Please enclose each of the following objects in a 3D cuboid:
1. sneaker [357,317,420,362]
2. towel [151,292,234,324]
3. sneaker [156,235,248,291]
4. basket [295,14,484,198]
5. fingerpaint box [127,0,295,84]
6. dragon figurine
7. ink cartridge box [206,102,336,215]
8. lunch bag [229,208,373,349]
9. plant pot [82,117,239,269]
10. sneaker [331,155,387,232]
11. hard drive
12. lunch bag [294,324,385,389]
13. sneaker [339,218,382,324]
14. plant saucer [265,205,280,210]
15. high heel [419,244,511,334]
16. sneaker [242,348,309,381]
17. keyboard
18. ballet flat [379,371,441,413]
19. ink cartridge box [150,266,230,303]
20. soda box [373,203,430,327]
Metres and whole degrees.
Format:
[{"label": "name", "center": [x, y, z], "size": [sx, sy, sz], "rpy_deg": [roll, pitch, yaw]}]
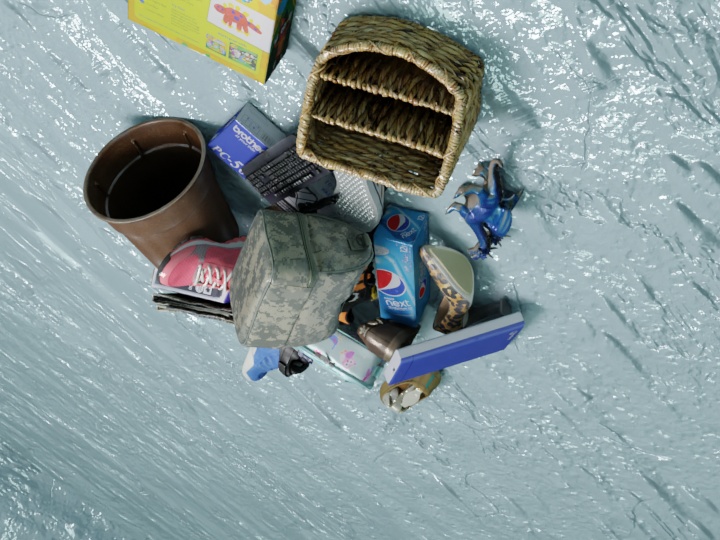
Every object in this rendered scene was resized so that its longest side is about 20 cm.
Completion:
[{"label": "sneaker", "center": [0.046, 0.100, 1.532], "size": [0.075, 0.071, 0.200], "rpy_deg": [32, -177, 9]}, {"label": "towel", "center": [-0.226, 0.069, 1.591], "size": [0.191, 0.035, 0.200], "rpy_deg": [11, -178, 21]}, {"label": "sneaker", "center": [-0.210, -0.003, 1.433], "size": [0.087, 0.199, 0.074], "rpy_deg": [47, 130, 31]}, {"label": "basket", "center": [0.035, -0.202, 1.132], "size": [0.199, 0.149, 0.143], "rpy_deg": [20, 145, 13]}, {"label": "fingerpaint box", "center": [-0.181, -0.347, 1.162], "size": [0.199, 0.074, 0.167], "rpy_deg": [26, 147, 4]}, {"label": "dragon figurine", "center": [0.179, -0.086, 1.259], "size": [0.099, 0.059, 0.200], "rpy_deg": [31, 146, -4]}, {"label": "ink cartridge box", "center": [-0.122, -0.150, 1.400], "size": [0.200, 0.044, 0.094], "rpy_deg": [40, 142, -16]}, {"label": "lunch bag", "center": [-0.084, 0.017, 1.355], "size": [0.167, 0.140, 0.200], "rpy_deg": [4, 139, -22]}, {"label": "plant pot", "center": [-0.293, -0.095, 1.475], "size": [0.199, 0.201, 0.199], "rpy_deg": [9, 149, 26]}, {"label": "sneaker", "center": [0.005, -0.133, 1.308], "size": [0.078, 0.080, 0.200], "rpy_deg": [21, 152, 14]}, {"label": "hard drive", "center": [0.141, 0.121, 1.447], "size": [0.199, 0.026, 0.132], "rpy_deg": [-16, 161, -13]}, {"label": "lunch bag", "center": [-0.032, 0.138, 1.600], "size": [0.160, 0.077, 0.200], "rpy_deg": [34, 179, 10]}, {"label": "sneaker", "center": [0.000, 0.000, 1.456], "size": [0.090, 0.070, 0.200], "rpy_deg": [34, 125, -3]}, {"label": "plant saucer", "center": [-0.092, -0.024, 1.551], "size": [0.199, 0.037, 0.201], "rpy_deg": [18, 144, 13]}, {"label": "high heel", "center": [0.117, 0.036, 1.444], "size": [0.142, 0.072, 0.200], "rpy_deg": [-20, 132, 40]}, {"label": "sneaker", "center": [-0.157, 0.176, 1.817], "size": [0.111, 0.077, 0.200], "rpy_deg": [33, 140, 9]}, {"label": "keyboard", "center": [-0.089, -0.122, 1.324], "size": [0.127, 0.021, 0.200], "rpy_deg": [40, 156, -16]}, {"label": "ballet flat", "center": [0.078, 0.225, 1.729], "size": [0.068, 0.063, 0.200], "rpy_deg": [33, 146, -6]}, {"label": "ink cartridge box", "center": [-0.215, 0.030, 1.602], "size": [0.199, 0.044, 0.198], "rpy_deg": [10, -178, 24]}, {"label": "soda box", "center": [0.065, -0.004, 1.437], "size": [0.064, 0.068, 0.201], "rpy_deg": [15, 144, 18]}]
